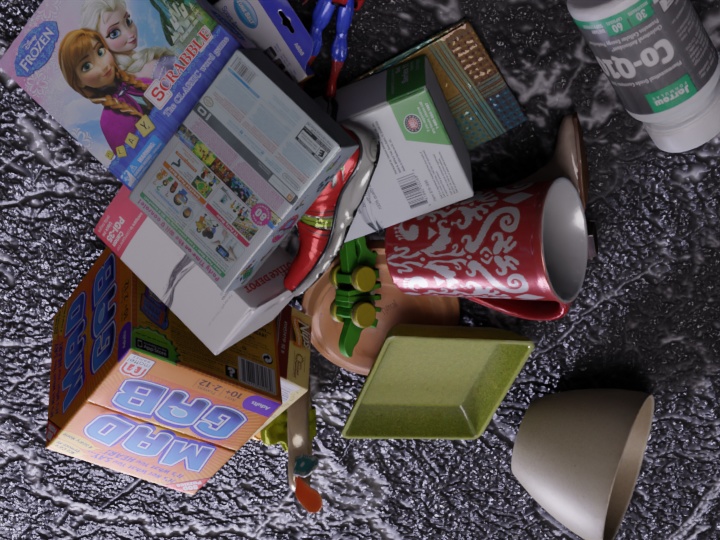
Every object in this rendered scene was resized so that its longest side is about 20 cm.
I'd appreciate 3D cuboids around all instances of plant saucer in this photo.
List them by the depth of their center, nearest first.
[{"bbox_3d":[0.025,0.054,1.712,0.197,0.033,0.202,0,126,1],"label":"plant saucer"},{"bbox_3d":[0.089,0.132,1.724,0.197,0.048,0.201,3,137,-21],"label":"plant saucer"}]

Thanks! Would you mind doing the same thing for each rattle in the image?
[{"bbox_3d":[-0.116,0.222,1.734,0.141,0.201,0.131,13,126,-8],"label":"rattle"}]

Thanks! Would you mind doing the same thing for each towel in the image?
[{"bbox_3d":[0.068,-0.178,1.547,0.198,0.022,0.147,-27,121,18],"label":"towel"}]

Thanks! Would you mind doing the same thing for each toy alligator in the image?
[{"bbox_3d":[0.000,0.000,1.633,0.054,0.059,0.203,-3,95,-35],"label":"toy alligator"}]

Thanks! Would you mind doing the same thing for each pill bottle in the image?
[{"bbox_3d":[0.306,-0.229,1.443,0.112,0.114,0.201,-27,121,20],"label":"pill bottle"}]

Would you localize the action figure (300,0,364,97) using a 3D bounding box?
[{"bbox_3d":[-0.025,-0.284,1.454,0.064,0.052,0.202,12,122,-13],"label":"action figure"}]

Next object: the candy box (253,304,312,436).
[{"bbox_3d":[-0.139,0.142,1.711,0.055,0.116,0.200,29,130,-25],"label":"candy box"}]

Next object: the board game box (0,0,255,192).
[{"bbox_3d":[-0.244,-0.223,1.439,0.199,0.041,0.200,42,106,1],"label":"board game box"}]

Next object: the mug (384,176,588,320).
[{"bbox_3d":[0.141,-0.009,1.542,0.198,0.133,0.180,-2,110,30],"label":"mug"}]

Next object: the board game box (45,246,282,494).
[{"bbox_3d":[-0.231,0.103,1.621,0.198,0.202,0.200,23,129,-29],"label":"board game box"}]

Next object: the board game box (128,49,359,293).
[{"bbox_3d":[-0.121,-0.102,1.419,0.147,0.064,0.200,44,108,7],"label":"board game box"}]

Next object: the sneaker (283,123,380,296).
[{"bbox_3d":[-0.046,-0.069,1.476,0.084,0.077,0.202,24,114,-1],"label":"sneaker"}]

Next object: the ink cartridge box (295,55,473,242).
[{"bbox_3d":[0.008,-0.125,1.520,0.198,0.084,0.148,-19,123,14],"label":"ink cartridge box"}]

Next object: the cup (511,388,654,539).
[{"bbox_3d":[0.274,0.231,1.756,0.142,0.201,0.202,18,130,21],"label":"cup"}]

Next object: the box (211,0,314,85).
[{"bbox_3d":[-0.143,-0.212,1.463,0.199,0.041,0.120,-33,93,14],"label":"box"}]

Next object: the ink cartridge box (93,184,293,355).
[{"bbox_3d":[-0.175,-0.019,1.542,0.200,0.146,0.083,45,118,8],"label":"ink cartridge box"}]

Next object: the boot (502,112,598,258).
[{"bbox_3d":[0.192,-0.079,1.591,0.144,0.070,0.203,-3,116,18],"label":"boot"}]
